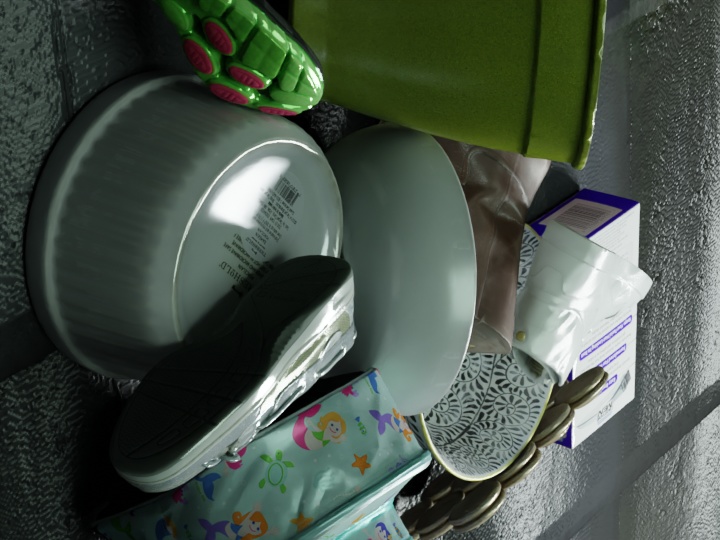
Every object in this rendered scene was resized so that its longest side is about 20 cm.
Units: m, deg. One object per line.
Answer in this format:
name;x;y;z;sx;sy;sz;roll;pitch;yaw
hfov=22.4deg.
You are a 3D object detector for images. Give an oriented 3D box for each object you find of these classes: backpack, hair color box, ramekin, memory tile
backpack;-0.052;0.150;1.158;0.178;0.151;0.200;-26;170;-43
hair color box;0.190;0.042;1.594;0.109;0.065;0.200;-31;127;-44
ramekin;-0.100;-0.018;1.132;0.200;0.105;0.200;-26;125;-45
memory tile;0.111;0.153;1.479;0.017;0.153;0.200;51;56;-7

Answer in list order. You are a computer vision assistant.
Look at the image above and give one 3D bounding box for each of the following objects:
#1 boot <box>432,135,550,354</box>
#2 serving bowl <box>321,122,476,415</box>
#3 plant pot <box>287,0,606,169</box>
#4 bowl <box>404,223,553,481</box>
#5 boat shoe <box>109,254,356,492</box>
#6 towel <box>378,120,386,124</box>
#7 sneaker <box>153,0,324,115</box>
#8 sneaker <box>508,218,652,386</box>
boot;0.055;-0.054;1.270;0.186;0.064;0.200;31;63;-27
serving bowl;0.000;0.000;1.220;0.066;0.200;0.200;-2;108;-28
plant pot;0.053;-0.171;1.166;0.200;0.193;0.200;4;90;-88
bowl;0.063;0.054;1.388;0.201;0.094;0.201;-15;109;-52
boat shoe;-0.066;0.067;1.064;0.202;0.074;0.065;-47;135;-41
towel;0.079;-0.095;1.405;0.200;0.034;0.133;34;78;-55
sneaker;-0.085;-0.173;1.061;0.200;0.077;0.084;48;49;-21
sneaker;0.156;0.031;1.383;0.116;0.074;0.200;-62;157;4
